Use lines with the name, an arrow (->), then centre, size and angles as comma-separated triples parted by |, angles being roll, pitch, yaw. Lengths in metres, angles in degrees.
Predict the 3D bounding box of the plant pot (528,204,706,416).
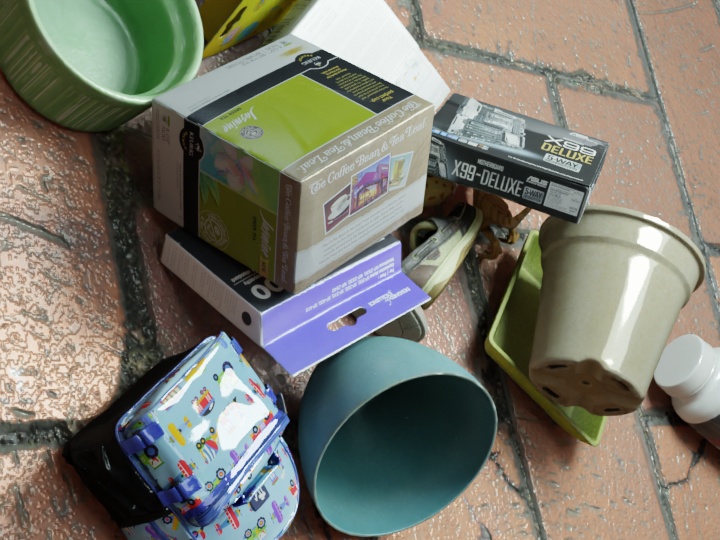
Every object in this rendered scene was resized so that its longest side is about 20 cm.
plant pot -> 0.278, 0.057, 1.653 | 0.200, 0.200, 0.185 | 34, 61, -26

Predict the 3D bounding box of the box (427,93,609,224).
box -> 0.174, -0.131, 1.644 | 0.198, 0.050, 0.158 | 19, 28, 10

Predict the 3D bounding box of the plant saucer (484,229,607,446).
plant saucer -> 0.231, 0.086, 1.748 | 0.200, 0.048, 0.201 | 44, 46, -18

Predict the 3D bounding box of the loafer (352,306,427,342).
loafer -> 0.000, 0.000, 1.560 | 0.200, 0.072, 0.063 | 38, 40, -19

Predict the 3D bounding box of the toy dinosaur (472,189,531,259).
toy dinosaur -> 0.160, -0.066, 1.717 | 0.200, 0.060, 0.107 | -121, -168, -59

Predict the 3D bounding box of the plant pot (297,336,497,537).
plant pot -> 0.018, 0.143, 1.436 | 0.199, 0.201, 0.135 | 16, 24, -37

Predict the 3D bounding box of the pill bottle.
pill bottle -> 0.479, 0.171, 1.895 | 0.200, 0.110, 0.111 | 38, 48, -23

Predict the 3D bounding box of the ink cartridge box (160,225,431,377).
ink cartridge box -> -0.060, -0.004, 1.426 | 0.197, 0.044, 0.200 | -28, 55, -38

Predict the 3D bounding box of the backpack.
backpack -> -0.136, 0.182, 1.288 | 0.201, 0.134, 0.182 | 57, 44, -9

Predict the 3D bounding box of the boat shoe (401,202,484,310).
boat shoe -> 0.088, -0.032, 1.647 | 0.065, 0.073, 0.200 | 38, 31, -5

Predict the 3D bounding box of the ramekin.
ramekin -> -0.261, -0.234, 1.405 | 0.199, 0.097, 0.202 | 21, 56, -35

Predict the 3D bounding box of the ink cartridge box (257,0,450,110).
ink cartridge box -> -0.009, -0.214, 1.587 | 0.163, 0.050, 0.200 | -52, 124, -18

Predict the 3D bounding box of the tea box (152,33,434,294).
tea box -> -0.066, -0.110, 1.405 | 0.196, 0.135, 0.199 | 30, 43, 30

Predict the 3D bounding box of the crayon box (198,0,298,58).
crayon box -> -0.102, -0.311, 1.572 | 0.051, 0.127, 0.200 | 50, 42, 3

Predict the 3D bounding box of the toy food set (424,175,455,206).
toy food set -> 0.018, -0.152, 1.665 | 0.197, 0.049, 0.201 | -20, 85, -47
